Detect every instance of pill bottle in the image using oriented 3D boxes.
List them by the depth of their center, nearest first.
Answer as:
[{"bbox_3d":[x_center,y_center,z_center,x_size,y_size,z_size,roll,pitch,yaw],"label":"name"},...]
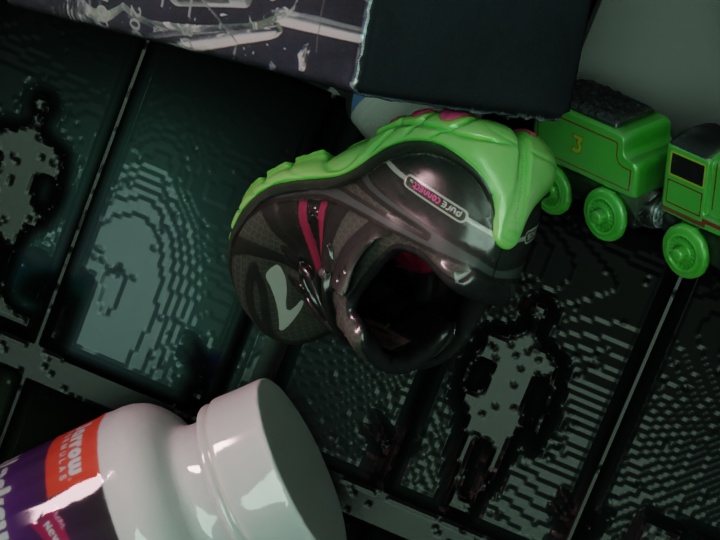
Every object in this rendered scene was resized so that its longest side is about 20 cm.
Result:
[{"bbox_3d":[-0.111,0.123,0.815,0.199,0.111,0.112,-25,94,9],"label":"pill bottle"}]

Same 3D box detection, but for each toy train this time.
[{"bbox_3d":[0.143,-0.023,0.748,0.200,0.042,0.057,28,128,40],"label":"toy train"}]

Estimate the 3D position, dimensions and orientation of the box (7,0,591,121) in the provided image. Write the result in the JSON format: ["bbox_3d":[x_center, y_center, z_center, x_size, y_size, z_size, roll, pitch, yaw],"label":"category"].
[{"bbox_3d":[-0.013,-0.173,0.712,0.196,0.124,0.201,18,101,40],"label":"box"}]

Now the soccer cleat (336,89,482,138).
[{"bbox_3d":[0.062,-0.130,0.776,0.086,0.070,0.201,30,109,25],"label":"soccer cleat"}]

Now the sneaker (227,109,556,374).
[{"bbox_3d":[0.000,0.000,0.752,0.076,0.200,0.084,17,70,-21],"label":"sneaker"}]
